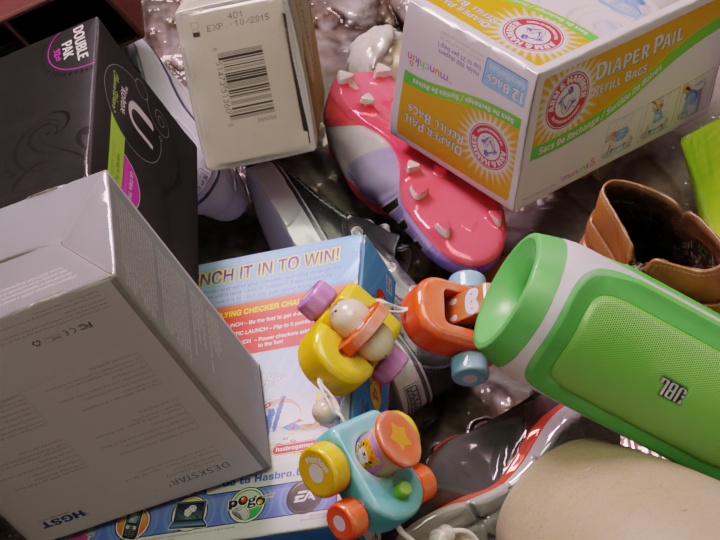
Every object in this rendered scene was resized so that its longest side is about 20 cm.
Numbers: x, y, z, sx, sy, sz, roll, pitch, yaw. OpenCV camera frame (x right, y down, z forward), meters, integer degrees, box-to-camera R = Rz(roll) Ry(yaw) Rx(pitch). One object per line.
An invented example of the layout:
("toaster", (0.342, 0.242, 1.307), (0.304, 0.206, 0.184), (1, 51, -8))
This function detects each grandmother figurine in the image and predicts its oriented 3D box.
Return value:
("grandmother figurine", (0.079, -0.116, 1.625), (0.200, 0.061, 0.121), (20, 29, 20))

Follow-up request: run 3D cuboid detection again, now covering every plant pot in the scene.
("plant pot", (0.167, 0.185, 1.335), (0.187, 0.188, 0.200), (-29, 43, -18))

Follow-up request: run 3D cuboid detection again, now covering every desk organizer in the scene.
("desk organizer", (-0.241, -0.160, 1.560), (0.200, 0.072, 0.077), (-21, 53, 17))

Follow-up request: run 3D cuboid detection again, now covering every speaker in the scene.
("speaker", (0.167, 0.056, 1.368), (0.200, 0.088, 0.089), (27, 54, -12))

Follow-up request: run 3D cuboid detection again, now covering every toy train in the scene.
("toy train", (0.037, 0.069, 1.360), (0.150, 0.056, 0.200), (20, 52, -24))

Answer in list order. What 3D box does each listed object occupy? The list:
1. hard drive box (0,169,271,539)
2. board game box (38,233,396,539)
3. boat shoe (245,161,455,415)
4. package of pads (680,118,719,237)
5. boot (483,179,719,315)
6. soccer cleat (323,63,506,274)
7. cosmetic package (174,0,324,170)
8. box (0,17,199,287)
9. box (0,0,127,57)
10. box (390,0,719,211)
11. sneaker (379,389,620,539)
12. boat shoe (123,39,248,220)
("hard drive box", (-0.160, 0.054, 1.326), (0.156, 0.200, 0.077), (-19, 50, 12))
("board game box", (-0.083, 0.089, 1.432), (0.200, 0.056, 0.196), (-10, 53, 21))
("boat shoe", (0.000, 0.000, 1.529), (0.068, 0.072, 0.200), (-29, 60, -16))
("package of pads", (0.289, -0.027, 1.503), (0.154, 0.068, 0.200), (-27, 50, 22))
("boot", (0.141, 0.005, 1.465), (0.200, 0.155, 0.077), (33, 62, 29))
("soccer cleat", (0.033, -0.053, 1.551), (0.067, 0.077, 0.200), (-13, 45, -25))
("cosmetic package", (-0.067, -0.136, 1.548), (0.071, 0.105, 0.200), (-10, 15, 3))
("box", (-0.208, -0.027, 1.406), (0.200, 0.124, 0.149), (-20, 44, 17))
("box", (-0.227, -0.079, 1.577), (0.158, 0.048, 0.200), (-20, 51, 19))
("box", (0.128, -0.134, 1.527), (0.200, 0.101, 0.112), (-26, 48, -38))
("sneaker", (0.063, 0.139, 1.438), (0.200, 0.077, 0.082), (-34, 33, -23))
("boat shoe", (-0.138, -0.091, 1.610), (0.074, 0.067, 0.200), (-44, 43, 10))
